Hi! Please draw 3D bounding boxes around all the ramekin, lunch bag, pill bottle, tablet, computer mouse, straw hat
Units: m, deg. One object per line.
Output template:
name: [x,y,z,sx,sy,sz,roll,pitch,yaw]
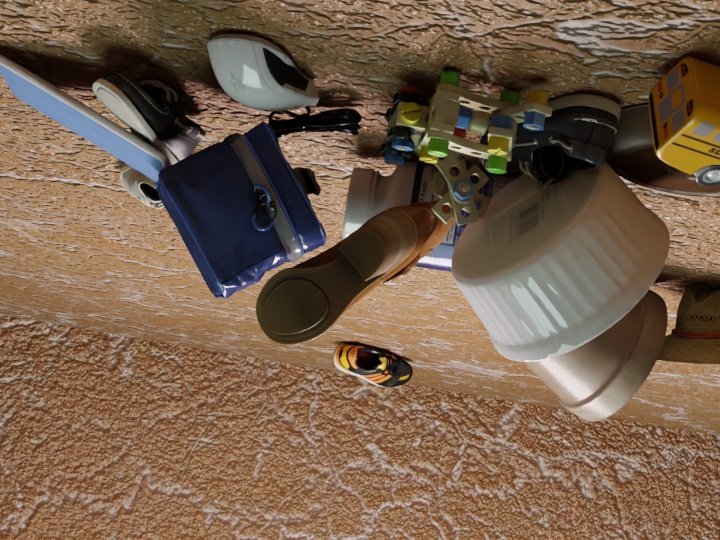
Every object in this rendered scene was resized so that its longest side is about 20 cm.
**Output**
ramekin: [0.181,-0.019,1.221,0.098,0.201,0.200,49,152,-20]
lunch bag: [-0.108,-0.061,1.231,0.132,0.136,0.200,-29,-174,-10]
pill bottle: [0.084,-0.056,1.387,0.199,0.112,0.111,9,168,3]
tablet: [-0.274,-0.148,1.298,0.199,0.014,0.130,31,170,1]
computer mouse: [-0.081,-0.160,1.191,0.109,0.044,0.200,5,167,26]
straw hat: [0.464,0.066,1.735,0.199,0.086,0.201,-1,-173,0]

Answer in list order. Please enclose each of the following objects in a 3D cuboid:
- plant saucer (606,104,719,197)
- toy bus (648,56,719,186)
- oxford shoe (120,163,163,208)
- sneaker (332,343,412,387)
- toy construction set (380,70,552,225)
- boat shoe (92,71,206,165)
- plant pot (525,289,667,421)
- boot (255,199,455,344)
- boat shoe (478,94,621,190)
plant saucer: [0.310,-0.104,1.189,0.199,0.032,0.200,8,169,2]
toy bus: [0.328,-0.105,1.051,0.199,0.065,0.078,14,146,-21]
oxford shoe: [-0.250,-0.102,1.563,0.075,0.058,0.200,11,170,-21]
sneaker: [0.042,0.205,2.743,0.199,0.070,0.090,19,168,-31]
toy construction set: [0.088,-0.117,1.177,0.130,0.093,0.200,10,158,-4]
boat shoe: [-0.202,-0.155,1.273,0.074,0.060,0.200,39,174,20]
plant pot: [0.283,0.077,1.738,0.173,0.201,0.200,30,162,-16]
boot: [0.000,0.000,1.287,0.200,0.074,0.154,-32,177,34]
boat shoe: [0.165,-0.109,1.193,0.072,0.063,0.200,15,167,-23]
